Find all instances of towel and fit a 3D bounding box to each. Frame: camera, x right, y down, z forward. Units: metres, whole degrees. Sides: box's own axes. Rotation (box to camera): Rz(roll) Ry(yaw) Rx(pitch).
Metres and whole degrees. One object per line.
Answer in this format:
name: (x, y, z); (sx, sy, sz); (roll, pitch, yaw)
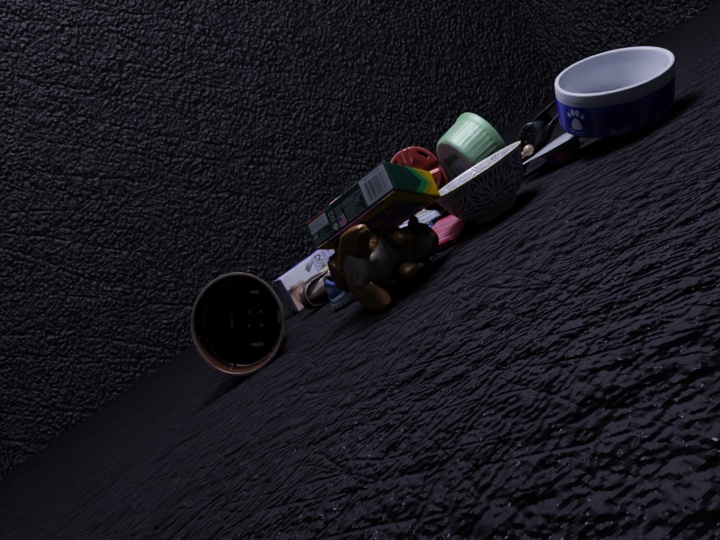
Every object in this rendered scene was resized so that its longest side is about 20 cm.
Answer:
towel: (0.186, -0.084, 1.131); (0.142, 0.023, 0.200); (-25, 13, 43)

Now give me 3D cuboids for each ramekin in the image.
ramekin: (0.281, -0.283, 1.344); (0.097, 0.202, 0.200); (-39, 8, -8)

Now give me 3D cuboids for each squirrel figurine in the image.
squirrel figurine: (0.044, -0.029, 0.957); (0.183, 0.146, 0.198); (-29, 7, -32)

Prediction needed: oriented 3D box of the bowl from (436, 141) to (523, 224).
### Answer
bowl: (0.244, -0.154, 1.033); (0.197, 0.096, 0.201); (-32, 6, 4)

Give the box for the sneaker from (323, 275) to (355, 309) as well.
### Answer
sneaker: (0.000, 0.000, 1.131); (0.196, 0.091, 0.079); (-31, 8, 17)

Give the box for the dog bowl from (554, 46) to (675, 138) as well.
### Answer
dog bowl: (0.454, -0.322, 0.953); (0.193, 0.081, 0.203); (-17, 32, 11)

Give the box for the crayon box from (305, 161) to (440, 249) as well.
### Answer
crayon box: (0.025, -0.110, 0.964); (0.197, 0.060, 0.170); (-33, -14, 32)

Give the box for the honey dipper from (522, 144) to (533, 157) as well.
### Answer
honey dipper: (0.324, -0.221, 1.218); (0.038, 0.038, 0.199); (-38, -2, -42)

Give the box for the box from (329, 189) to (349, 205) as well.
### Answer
box: (0.010, -0.107, 1.345); (0.101, 0.204, 0.095); (-31, 8, 3)

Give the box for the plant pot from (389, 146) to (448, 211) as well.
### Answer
plant pot: (0.147, -0.237, 1.447); (0.197, 0.206, 0.195); (-31, -5, 6)

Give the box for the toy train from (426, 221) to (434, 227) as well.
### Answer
toy train: (0.130, -0.068, 1.232); (0.045, 0.035, 0.199); (-24, 12, 39)

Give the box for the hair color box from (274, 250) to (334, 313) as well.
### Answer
hair color box: (-0.145, 0.022, 1.565); (0.198, 0.112, 0.064); (-37, 10, -27)

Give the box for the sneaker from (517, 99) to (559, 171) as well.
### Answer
sneaker: (0.391, -0.287, 1.212); (0.103, 0.060, 0.203); (-30, -25, -37)

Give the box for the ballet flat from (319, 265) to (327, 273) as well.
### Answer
ballet flat: (-0.042, -0.004, 1.460); (0.197, 0.072, 0.070); (-34, 7, -18)

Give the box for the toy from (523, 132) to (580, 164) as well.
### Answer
toy: (0.425, -0.256, 1.085); (0.114, 0.048, 0.199); (-35, 1, -26)

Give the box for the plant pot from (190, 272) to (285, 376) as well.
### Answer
plant pot: (-0.250, 0.110, 1.170); (0.196, 0.205, 0.198); (-32, 0, -1)

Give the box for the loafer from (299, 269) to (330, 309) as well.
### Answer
loafer: (-0.073, 0.026, 1.356); (0.198, 0.074, 0.070); (-38, 8, -31)

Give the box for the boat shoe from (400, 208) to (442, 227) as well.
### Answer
boat shoe: (0.139, -0.130, 1.344); (0.197, 0.063, 0.072); (-23, -18, -47)
